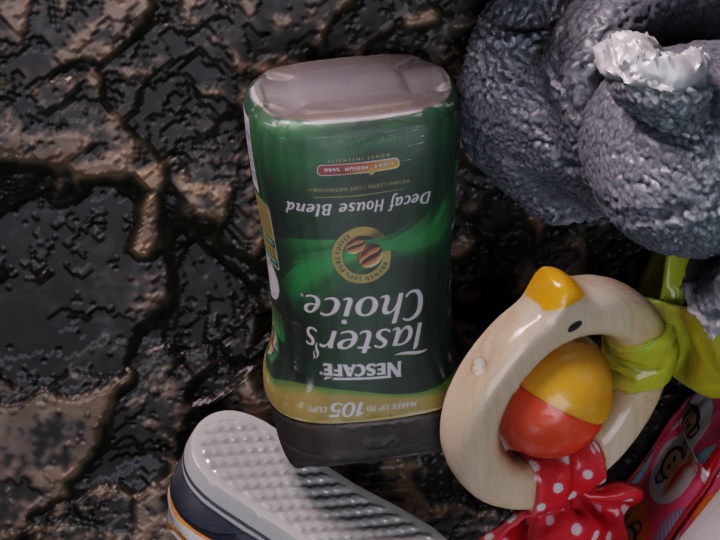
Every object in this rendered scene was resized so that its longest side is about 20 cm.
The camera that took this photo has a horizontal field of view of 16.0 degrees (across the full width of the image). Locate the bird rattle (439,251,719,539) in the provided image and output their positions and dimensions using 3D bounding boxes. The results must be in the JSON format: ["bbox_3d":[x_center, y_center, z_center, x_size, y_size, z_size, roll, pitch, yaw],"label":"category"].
[{"bbox_3d":[0.102,0.067,1.281,0.163,0.113,0.200,22,115,-44],"label":"bird rattle"}]

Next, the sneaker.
[{"bbox_3d":[-0.013,0.157,1.310,0.200,0.078,0.080,38,135,9],"label":"sneaker"}]

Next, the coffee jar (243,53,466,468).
[{"bbox_3d":[0.000,0.000,1.256,0.104,0.085,0.201,-7,117,-6],"label":"coffee jar"}]

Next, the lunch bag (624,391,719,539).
[{"bbox_3d":[0.215,0.166,1.382,0.176,0.082,0.200,24,110,-24],"label":"lunch bag"}]

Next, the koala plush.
[{"bbox_3d":[0.143,-0.066,1.184,0.183,0.200,0.178,-23,118,2],"label":"koala plush"}]

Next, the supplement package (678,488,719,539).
[{"bbox_3d":[0.216,0.194,1.279,0.121,0.120,0.200,27,110,-26],"label":"supplement package"}]
